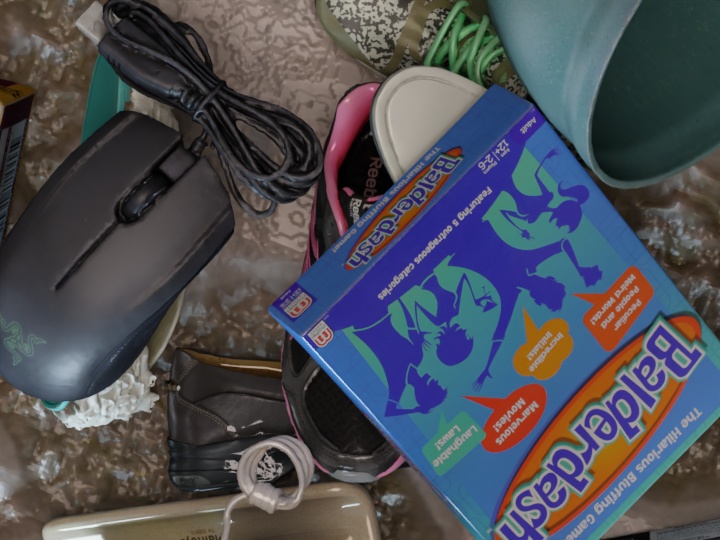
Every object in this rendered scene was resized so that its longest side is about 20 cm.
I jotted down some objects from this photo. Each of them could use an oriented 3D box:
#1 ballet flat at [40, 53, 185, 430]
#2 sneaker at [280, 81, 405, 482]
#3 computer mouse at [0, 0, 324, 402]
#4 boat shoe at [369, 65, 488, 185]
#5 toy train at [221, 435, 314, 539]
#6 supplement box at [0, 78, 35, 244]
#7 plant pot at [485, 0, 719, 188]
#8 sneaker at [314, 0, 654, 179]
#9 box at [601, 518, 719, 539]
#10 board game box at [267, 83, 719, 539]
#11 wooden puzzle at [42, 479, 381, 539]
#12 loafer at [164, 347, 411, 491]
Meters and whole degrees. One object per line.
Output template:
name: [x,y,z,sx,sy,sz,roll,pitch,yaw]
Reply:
ballet flat: [-0.116,-0.017,1.389,0.071,0.072,0.201,12,101,2]
sneaker: [0.000,0.000,1.327,0.078,0.095,0.201,3,72,4]
computer mouse: [-0.124,-0.020,1.319,0.138,0.053,0.200,39,107,9]
boat shoe: [0.069,-0.030,1.332,0.200,0.062,0.073,40,86,-28]
toy train: [0.002,0.178,1.298,0.200,0.056,0.150,36,73,8]
supplement box: [-0.275,-0.058,1.375,0.199,0.086,0.111,13,99,2]
plant pot: [0.130,-0.158,1.254,0.134,0.200,0.201,43,100,25]
sneaker: [0.071,-0.104,1.341,0.199,0.089,0.077,23,99,0]
box: [0.124,0.241,1.406,0.197,0.050,0.201,-11,96,9]
board game box: [0.074,0.036,1.293,0.152,0.045,0.200,-45,120,-5]
wooden puzzle: [-0.067,0.215,1.397,0.184,0.046,0.201,-9,98,20]
loafer: [-0.004,0.064,1.382,0.199,0.073,0.073,-8,93,4]
